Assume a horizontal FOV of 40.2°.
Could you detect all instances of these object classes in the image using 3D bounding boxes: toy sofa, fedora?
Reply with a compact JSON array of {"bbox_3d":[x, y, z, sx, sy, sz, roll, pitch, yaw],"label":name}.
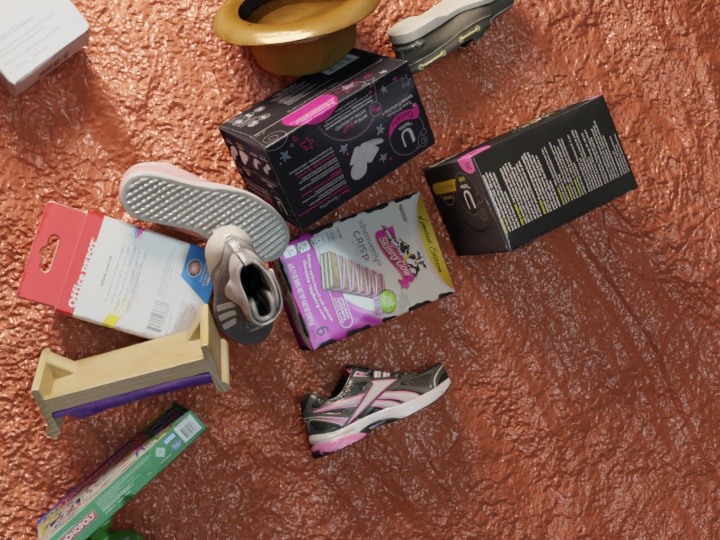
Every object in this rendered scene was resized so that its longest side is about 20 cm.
[{"bbox_3d":[-0.240,0.119,1.059,0.199,0.083,0.098,-15,120,0],"label":"toy sofa"},{"bbox_3d":[-0.070,-0.286,1.159,0.200,0.201,0.082,-28,133,-18],"label":"fedora"}]

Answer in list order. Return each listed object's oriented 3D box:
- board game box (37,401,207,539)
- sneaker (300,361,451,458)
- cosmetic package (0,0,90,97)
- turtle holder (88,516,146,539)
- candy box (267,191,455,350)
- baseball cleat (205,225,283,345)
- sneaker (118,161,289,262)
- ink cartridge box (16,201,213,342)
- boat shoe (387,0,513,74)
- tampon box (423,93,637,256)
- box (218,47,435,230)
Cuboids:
[{"bbox_3d":[-0.260,0.223,1.064,0.200,0.135,0.029,-42,101,-16],"label":"board game box"},{"bbox_3d":[0.017,0.148,1.197,0.200,0.080,0.087,-23,85,-24],"label":"sneaker"},{"bbox_3d":[-0.399,-0.304,1.066,0.113,0.081,0.200,-42,102,-14],"label":"cosmetic package"},{"bbox_3d":[-0.284,0.372,1.049,0.186,0.141,0.132,-46,122,-26],"label":"turtle holder"},{"bbox_3d":[0.000,0.000,1.203,0.200,0.061,0.137,-22,94,-19],"label":"candy box"},{"bbox_3d":[-0.123,0.041,1.084,0.070,0.200,0.107,-30,54,-13],"label":"baseball cleat"},{"bbox_3d":[-0.181,-0.073,1.122,0.200,0.105,0.076,18,98,-23],"label":"sneaker"},{"bbox_3d":[-0.270,0.007,1.104,0.199,0.067,0.117,19,82,-18],"label":"ink cartridge box"},{"bbox_3d":[0.122,-0.312,1.257,0.201,0.072,0.060,-31,119,-25],"label":"boat shoe"},{"bbox_3d":[0.210,-0.115,1.233,0.200,0.150,0.127,-25,96,-19],"label":"tampon box"},{"bbox_3d":[-0.039,-0.157,1.147,0.200,0.132,0.115,-34,123,-18],"label":"box"}]
